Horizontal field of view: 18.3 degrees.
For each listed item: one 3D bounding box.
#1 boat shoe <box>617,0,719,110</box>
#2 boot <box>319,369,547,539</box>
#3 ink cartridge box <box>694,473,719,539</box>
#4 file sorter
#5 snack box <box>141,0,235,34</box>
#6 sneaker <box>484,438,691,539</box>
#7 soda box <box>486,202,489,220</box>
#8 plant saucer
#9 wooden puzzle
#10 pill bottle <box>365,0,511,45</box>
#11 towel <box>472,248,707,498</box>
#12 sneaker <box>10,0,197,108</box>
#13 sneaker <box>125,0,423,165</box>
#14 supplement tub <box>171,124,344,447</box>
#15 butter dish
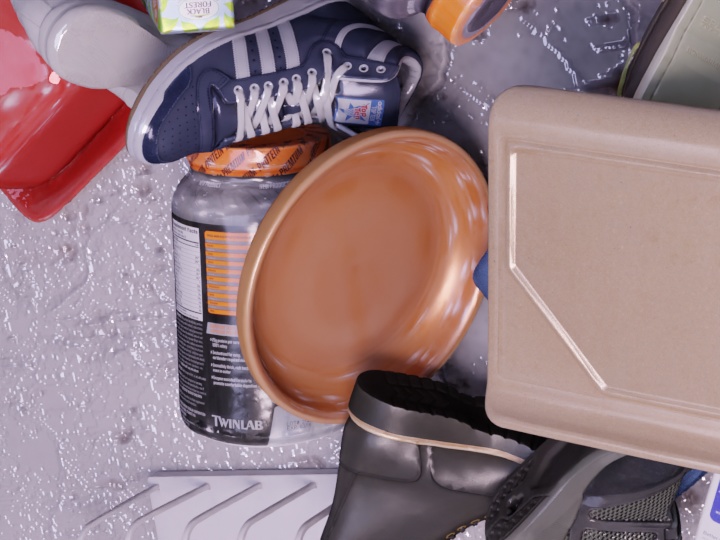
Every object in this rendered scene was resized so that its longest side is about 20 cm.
[{"bbox_3d":[0.212,-0.158,1.286,0.071,0.061,0.202,31,98,-18],"label":"boat shoe"},{"bbox_3d":[0.074,0.155,1.457,0.198,0.078,0.139,17,110,-2],"label":"boot"},{"bbox_3d":[0.260,0.111,1.301,0.099,0.039,0.201,25,129,20],"label":"ink cartridge box"},{"bbox_3d":[-0.085,0.224,1.568,0.198,0.124,0.140,-4,101,31],"label":"file sorter"},{"bbox_3d":[-0.117,-0.234,1.427,0.052,0.200,0.144,-6,103,-8],"label":"snack box"},{"bbox_3d":[0.177,0.124,1.362,0.114,0.077,0.200,29,118,-24],"label":"sneaker"},{"bbox_3d":[0.177,-0.018,1.297,0.198,0.070,0.064,0,107,30],"label":"soda box"},{"bbox_3d":[0.000,0.000,1.426,0.037,0.199,0.202,33,119,44],"label":"plant saucer"},{"bbox_3d":[0.158,0.004,1.256,0.184,0.037,0.202,10,109,27],"label":"wooden puzzle"},{"bbox_3d":[0.013,-0.231,1.399,0.200,0.106,0.106,44,120,12],"label":"pill bottle"},{"bbox_3d":[0.162,0.044,1.413,0.200,0.048,0.112,49,140,9],"label":"towel"},{"bbox_3d":[-0.150,-0.144,1.484,0.088,0.200,0.076,37,95,39],"label":"sneaker"},{"bbox_3d":[-0.047,-0.107,1.407,0.108,0.199,0.070,35,140,27],"label":"sneaker"},{"bbox_3d":[-0.065,0.007,1.498,0.122,0.122,0.202,8,107,28],"label":"supplement tub"},{"bbox_3d":[-0.258,-0.147,1.553,0.199,0.148,0.201,-41,82,32],"label":"butter dish"}]
